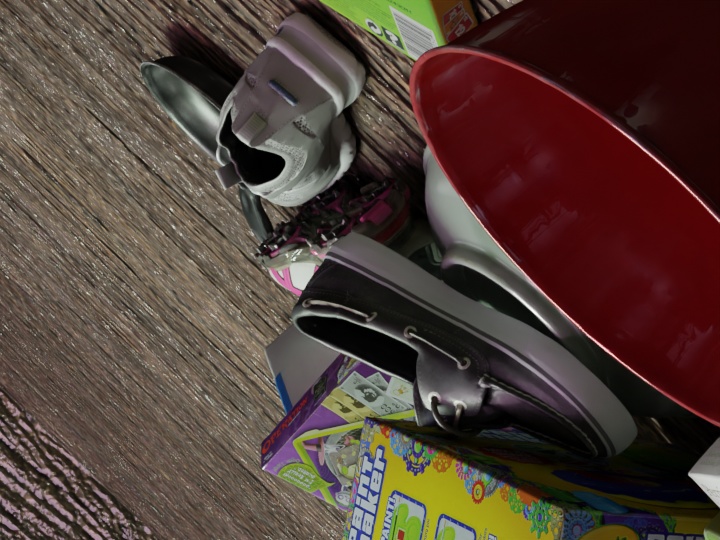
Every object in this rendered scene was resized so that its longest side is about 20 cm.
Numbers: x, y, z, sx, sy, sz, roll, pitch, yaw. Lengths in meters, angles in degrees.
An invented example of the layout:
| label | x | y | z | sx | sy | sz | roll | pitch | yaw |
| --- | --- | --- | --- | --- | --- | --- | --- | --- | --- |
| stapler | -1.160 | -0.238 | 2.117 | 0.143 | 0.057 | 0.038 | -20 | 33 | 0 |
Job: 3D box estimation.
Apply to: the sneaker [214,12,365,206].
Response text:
| label | x | y | z | sx | sy | sz | roll | pitch | yaw |
| --- | --- | --- | --- | --- | --- | --- | --- | --- | --- |
| sneaker | -0.053 | -0.074 | 1.380 | 0.075 | 0.082 | 0.200 | 42 | 166 | 9 |

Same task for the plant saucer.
| label | x | y | z | sx | sy | sz | roll | pitch | yaw |
| --- | --- | --- | --- | --- | --- | --- | --- | --- | --- |
| plant saucer | 0.095 | 0.015 | 1.294 | 0.200 | 0.050 | 0.200 | 41 | 166 | 13 |

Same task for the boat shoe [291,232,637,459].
| label | x | y | z | sx | sy | sz | roll | pitch | yaw |
| --- | --- | --- | --- | --- | --- | --- | --- | --- | --- |
| boat shoe | 0.046 | 0.050 | 1.283 | 0.200 | 0.066 | 0.070 | 33 | 163 | 27 |

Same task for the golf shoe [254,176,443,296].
| label | x | y | z | sx | sy | sz | roll | pitch | yaw |
| --- | --- | --- | --- | --- | --- | --- | --- | --- | --- |
| golf shoe | 0.000 | 0.000 | 1.446 | 0.092 | 0.073 | 0.200 | 50 | 169 | -13 |

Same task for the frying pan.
| label | x | y | z | sx | sy | sz | roll | pitch | yaw |
| --- | --- | --- | --- | --- | --- | --- | --- | --- | --- |
| frying pan | -0.066 | -0.065 | 1.549 | 0.115 | 0.031 | 0.190 | 26 | 161 | 51 |

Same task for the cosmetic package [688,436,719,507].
| label | x | y | z | sx | sy | sz | roll | pitch | yaw |
| --- | --- | --- | --- | --- | --- | --- | --- | --- | --- |
| cosmetic package | 0.253 | 0.132 | 1.116 | 0.200 | 0.085 | 0.108 | 45 | 168 | -8 |

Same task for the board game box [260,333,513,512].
| label | x | y | z | sx | sy | sz | roll | pitch | yaw |
| --- | --- | --- | --- | --- | --- | --- | --- | --- | --- |
| board game box | 0.059 | 0.108 | 1.419 | 0.200 | 0.120 | 0.032 | 30 | -155 | -22 |

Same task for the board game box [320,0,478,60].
| label | x | y | z | sx | sy | sz | roll | pitch | yaw |
| --- | --- | --- | --- | --- | --- | --- | --- | --- | --- |
| board game box | -0.005 | -0.165 | 1.108 | 0.096 | 0.030 | 0.200 | 35 | 166 | 31 |

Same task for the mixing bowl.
| label | x | y | z | sx | sy | sz | roll | pitch | yaw |
| --- | --- | --- | --- | --- | --- | --- | --- | --- | --- |
| mixing bowl | 0.127 | -0.042 | 0.927 | 0.200 | 0.108 | 0.200 | 42 | 165 | 14 |

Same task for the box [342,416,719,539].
| label | x | y | z | sx | sy | sz | roll | pitch | yaw |
| --- | --- | --- | --- | --- | --- | --- | --- | --- | --- |
| box | 0.121 | 0.159 | 1.287 | 0.200 | 0.122 | 0.193 | 7 | -174 | -31 |

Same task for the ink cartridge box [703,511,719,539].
| label | x | y | z | sx | sy | sz | roll | pitch | yaw |
| --- | --- | --- | --- | --- | --- | --- | --- | --- | --- |
| ink cartridge box | 0.244 | 0.125 | 0.989 | 0.076 | 0.148 | 0.200 | 24 | 156 | 54 |

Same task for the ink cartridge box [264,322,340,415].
| label | x | y | z | sx | sy | sz | roll | pitch | yaw |
| --- | --- | --- | --- | --- | --- | --- | --- | --- | --- |
| ink cartridge box | 0.044 | 0.107 | 1.538 | 0.200 | 0.084 | 0.146 | 46 | -176 | -15 |
